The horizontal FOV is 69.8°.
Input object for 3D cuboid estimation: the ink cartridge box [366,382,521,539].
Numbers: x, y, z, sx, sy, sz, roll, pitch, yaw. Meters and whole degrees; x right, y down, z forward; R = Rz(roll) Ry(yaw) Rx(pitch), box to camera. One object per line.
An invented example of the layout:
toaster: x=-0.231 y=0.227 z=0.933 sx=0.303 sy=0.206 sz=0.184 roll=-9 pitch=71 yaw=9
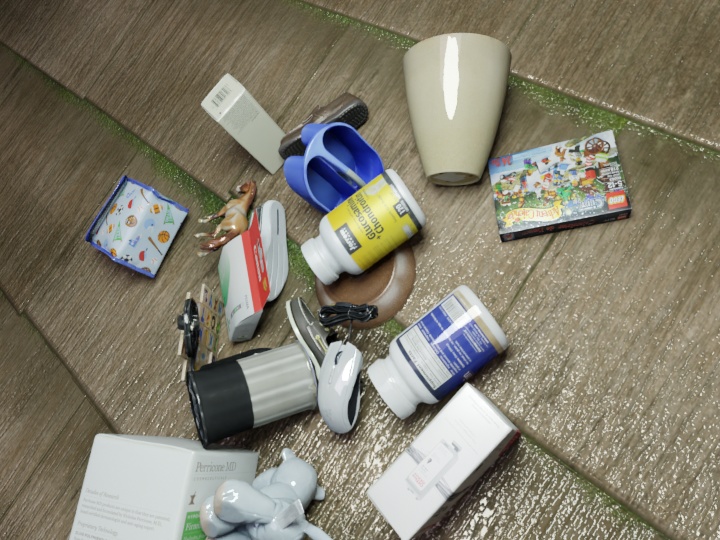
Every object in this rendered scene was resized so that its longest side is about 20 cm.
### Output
ink cartridge box: x=0.120 y=0.264 z=0.714 sx=0.200 sy=0.146 sz=0.083 roll=-47 pitch=62 yaw=2

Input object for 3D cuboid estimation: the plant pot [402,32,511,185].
plant pot: x=0.159 y=-0.255 z=0.875 sx=0.183 sy=0.187 sz=0.205 roll=1 pitch=86 yaw=22

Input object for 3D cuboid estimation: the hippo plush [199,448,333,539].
hippo plush: x=-0.134 y=0.337 z=0.772 sx=0.199 sy=0.161 sz=0.160 roll=-38 pitch=99 yaw=21

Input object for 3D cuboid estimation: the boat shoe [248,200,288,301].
boat shoe: x=-0.184 y=-0.034 z=0.993 sx=0.070 sy=0.072 sz=0.204 roll=-15 pitch=62 yaw=34

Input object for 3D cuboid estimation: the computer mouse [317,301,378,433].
computer mouse: x=-0.031 y=0.149 z=0.795 sx=0.108 sy=0.044 sz=0.205 roll=3 pitch=84 yaw=35

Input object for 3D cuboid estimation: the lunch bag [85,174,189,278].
lunch bag: x=-0.493 y=-0.104 z=1.110 sx=0.198 sy=0.123 sz=0.172 roll=24 pitch=82 yaw=41

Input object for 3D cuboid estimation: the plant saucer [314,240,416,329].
plant saucer: x=0.000 y=0.000 z=0.917 sx=0.196 sy=0.037 sz=0.205 roll=-8 pitch=69 yaw=20

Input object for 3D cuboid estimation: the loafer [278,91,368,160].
loafer: x=-0.079 y=-0.286 z=1.035 sx=0.197 sy=0.073 sz=0.072 roll=-29 pitch=55 yaw=4

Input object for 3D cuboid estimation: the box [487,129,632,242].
box: x=0.314 y=-0.134 z=0.832 sx=0.196 sy=0.038 sz=0.140 roll=-11 pitch=68 yaw=19

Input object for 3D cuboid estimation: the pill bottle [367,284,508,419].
pill bottle: x=0.114 y=0.126 z=0.782 sx=0.199 sy=0.116 sz=0.117 roll=-39 pitch=62 yaw=6

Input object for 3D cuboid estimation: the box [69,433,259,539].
box: x=-0.302 y=0.363 z=0.823 sx=0.196 sy=0.199 sz=0.175 roll=0 pitch=72 yaw=21

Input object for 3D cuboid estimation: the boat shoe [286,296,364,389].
boat shoe: x=-0.061 y=0.126 z=0.881 sx=0.060 sy=0.072 sz=0.203 roll=-34 pitch=71 yaw=9

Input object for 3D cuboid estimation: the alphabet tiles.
alphabet tiles: x=-0.278 y=0.114 z=0.904 sx=0.007 sy=0.200 sz=0.171 roll=3 pitch=72 yaw=0

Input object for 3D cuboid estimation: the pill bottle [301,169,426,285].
pill bottle: x=0.003 y=-0.066 z=0.855 sx=0.198 sy=0.112 sz=0.113 roll=-36 pitch=63 yaw=7

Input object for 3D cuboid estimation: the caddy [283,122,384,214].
caddy: x=-0.037 y=-0.170 z=0.907 sx=0.104 sy=0.199 sz=0.143 roll=24 pitch=83 yaw=43

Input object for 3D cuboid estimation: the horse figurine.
horse figurine: x=-0.266 y=-0.098 z=1.027 sx=0.130 sy=0.050 sz=0.202 roll=-21 pitch=35 yaw=9

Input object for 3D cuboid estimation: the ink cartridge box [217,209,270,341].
ink cartridge box: x=-0.212 y=0.014 z=0.922 sx=0.049 sy=0.201 sz=0.164 roll=-4 pitch=63 yaw=-23

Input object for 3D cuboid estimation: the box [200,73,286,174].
box: x=-0.212 y=-0.279 z=1.005 sx=0.082 sy=0.200 sz=0.068 roll=-47 pitch=62 yaw=0

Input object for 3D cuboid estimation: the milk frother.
milk frother: x=-0.184 y=0.141 z=0.824 sx=0.185 sy=0.204 sz=0.181 roll=-13 pitch=37 yaw=-27
